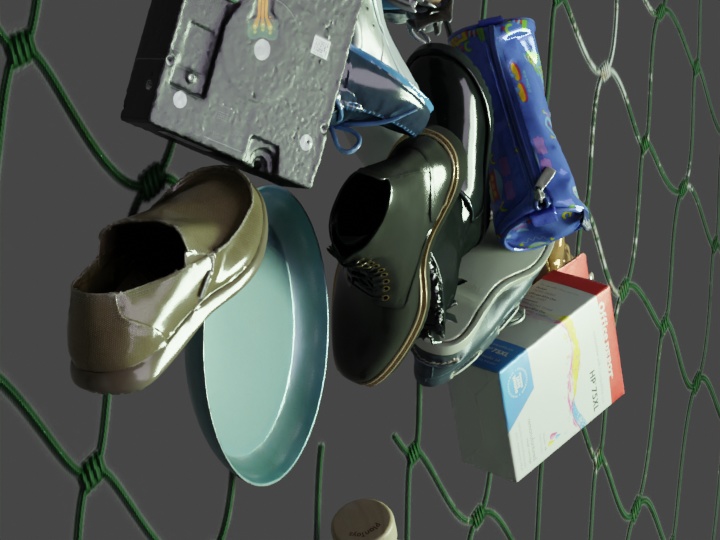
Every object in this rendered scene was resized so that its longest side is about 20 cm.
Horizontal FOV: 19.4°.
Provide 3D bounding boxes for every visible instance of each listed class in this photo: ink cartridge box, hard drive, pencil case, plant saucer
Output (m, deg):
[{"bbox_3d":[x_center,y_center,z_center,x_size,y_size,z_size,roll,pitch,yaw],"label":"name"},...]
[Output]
[{"bbox_3d":[0.167,0.081,1.860,0.200,0.067,0.117,-35,126,-36],"label":"ink cartridge box"},{"bbox_3d":[-0.064,-0.166,1.309,0.139,0.038,0.202,20,83,-42],"label":"hard drive"},{"bbox_3d":[0.131,-0.117,1.760,0.087,0.077,0.202,87,-11,-74],"label":"pencil case"},{"bbox_3d":[-0.072,0.043,1.415,0.200,0.027,0.202,1,90,-68],"label":"plant saucer"}]

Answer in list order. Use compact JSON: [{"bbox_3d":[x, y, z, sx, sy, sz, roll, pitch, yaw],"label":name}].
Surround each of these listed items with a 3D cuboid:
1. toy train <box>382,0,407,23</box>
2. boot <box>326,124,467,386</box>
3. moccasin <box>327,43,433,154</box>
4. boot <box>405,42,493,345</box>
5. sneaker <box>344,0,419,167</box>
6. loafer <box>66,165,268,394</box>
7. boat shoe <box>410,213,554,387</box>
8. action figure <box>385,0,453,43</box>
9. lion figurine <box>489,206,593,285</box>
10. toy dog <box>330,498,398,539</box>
[{"bbox_3d":[0.019,-0.286,1.553,0.114,0.086,0.202,1,93,-59],"label":"toy train"},{"bbox_3d":[0.000,0.000,1.490,0.138,0.077,0.202,-30,137,-63],"label":"boot"},{"bbox_3d":[-0.037,-0.126,1.416,0.199,0.080,0.069,24,87,-37],"label":"moccasin"},{"bbox_3d":[0.052,-0.057,1.657,0.163,0.073,0.200,-59,147,-52],"label":"boot"},{"bbox_3d":[-0.011,-0.144,1.515,0.071,0.073,0.201,-47,127,-41],"label":"sneaker"},{"bbox_3d":[-0.112,-0.008,1.249,0.201,0.075,0.068,-62,152,-48],"label":"loafer"},{"bbox_3d":[0.102,0.023,1.768,0.200,0.074,0.062,-54,160,-42],"label":"boat shoe"},{"bbox_3d":[0.024,-0.243,1.432,0.130,0.069,0.201,-114,-172,-56],"label":"action figure"},{"bbox_3d":[0.148,0.001,1.917,0.199,0.072,0.124,-13,112,-53],"label":"lion figurine"},{"bbox_3d":[0.013,0.267,1.541,0.132,0.095,0.201,57,40,-53],"label":"toy dog"}]
